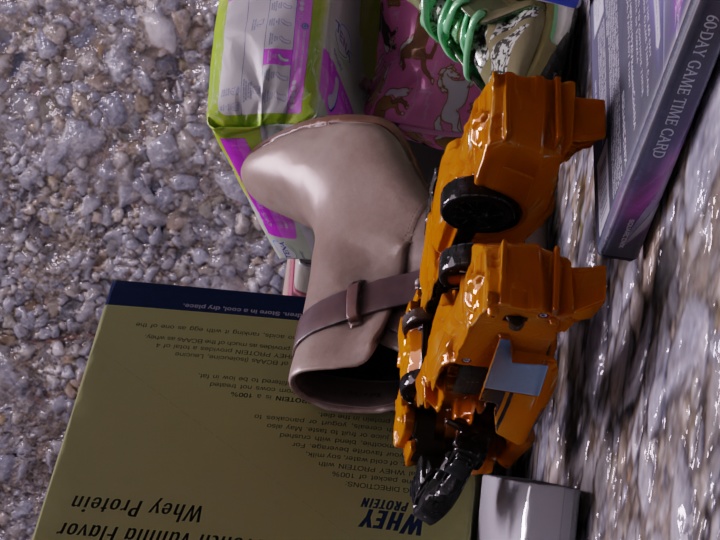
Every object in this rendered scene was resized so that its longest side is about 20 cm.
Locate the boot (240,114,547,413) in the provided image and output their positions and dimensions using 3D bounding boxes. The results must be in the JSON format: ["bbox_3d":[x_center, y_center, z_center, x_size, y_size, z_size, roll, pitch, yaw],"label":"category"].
[{"bbox_3d":[0.000,0.000,0.986,0.070,0.199,0.147,54,-132,-39],"label":"boot"}]

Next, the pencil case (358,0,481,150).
[{"bbox_3d":[0.049,-0.167,1.124,0.083,0.086,0.202,-164,79,-75],"label":"pencil case"}]

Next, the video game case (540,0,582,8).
[{"bbox_3d":[0.092,-0.221,0.755,0.200,0.045,0.183,103,-179,-73],"label":"video game case"}]

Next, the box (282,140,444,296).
[{"bbox_3d":[0.009,-0.003,1.305,0.200,0.108,0.129,103,173,-60],"label":"box"}]

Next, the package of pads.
[{"bbox_3d":[-0.031,-0.129,1.163,0.155,0.068,0.201,66,-154,-60],"label":"package of pads"}]

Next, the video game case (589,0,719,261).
[{"bbox_3d":[0.110,-0.119,0.712,0.201,0.019,0.144,104,171,-54],"label":"video game case"}]

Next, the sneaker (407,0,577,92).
[{"bbox_3d":[0.054,-0.123,0.993,0.201,0.088,0.077,-89,6,-53],"label":"sneaker"}]

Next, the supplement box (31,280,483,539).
[{"bbox_3d":[-0.042,0.127,0.992,0.201,0.198,0.135,-80,-7,-48],"label":"supplement box"}]

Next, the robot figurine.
[{"bbox_3d":[0.051,0.017,0.814,0.200,0.058,0.146,104,171,-63],"label":"robot figurine"}]

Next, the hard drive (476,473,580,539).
[{"bbox_3d":[0.061,0.188,0.855,0.132,0.026,0.202,135,141,-84],"label":"hard drive"}]
